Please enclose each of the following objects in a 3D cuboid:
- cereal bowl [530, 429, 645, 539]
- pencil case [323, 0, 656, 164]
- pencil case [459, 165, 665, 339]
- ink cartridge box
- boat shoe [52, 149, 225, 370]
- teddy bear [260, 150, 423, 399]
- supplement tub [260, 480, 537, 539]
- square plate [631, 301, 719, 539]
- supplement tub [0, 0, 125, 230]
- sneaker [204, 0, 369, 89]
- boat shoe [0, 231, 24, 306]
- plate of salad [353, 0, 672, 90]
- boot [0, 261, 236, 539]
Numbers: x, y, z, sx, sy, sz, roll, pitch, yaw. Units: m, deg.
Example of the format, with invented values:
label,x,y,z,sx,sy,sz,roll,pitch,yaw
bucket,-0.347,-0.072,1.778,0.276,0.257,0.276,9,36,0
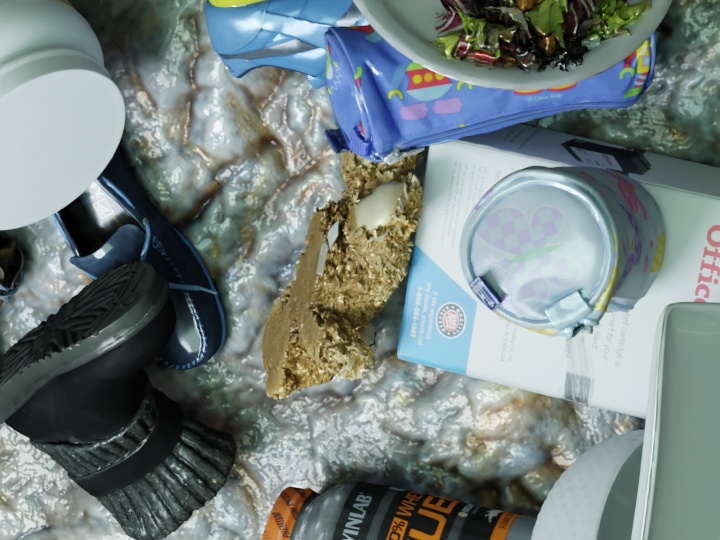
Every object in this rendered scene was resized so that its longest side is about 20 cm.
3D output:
label,x,y,z,sx,sy,sz,roll,pitch,yaw
cereal bowl,0.161,0.196,1.428,0.083,0.200,0.201,-6,106,41
pencil case,0.076,-0.118,1.388,0.199,0.078,0.087,-13,79,-9
pencil case,0.116,-0.013,1.298,0.083,0.200,0.091,-44,83,13
ink cartridge box,0.136,-0.001,1.446,0.199,0.084,0.146,13,108,13
boat shoe,-0.166,-0.015,1.540,0.084,0.069,0.200,-36,94,23
teddy bear,0.000,0.000,1.461,0.066,0.145,0.201,11,115,-18
supplement tub,0.038,0.205,1.520,0.199,0.123,0.123,11,109,13
square plate,0.227,0.113,1.393,0.028,0.199,0.199,13,100,48
supplement tub,-0.246,-0.134,1.450,0.200,0.144,0.145,49,117,30
sneaker,0.002,-0.158,1.454,0.199,0.066,0.079,-6,119,18
boat shoe,-0.265,0.000,1.573,0.072,0.072,0.201,-7,105,17
plate of salad,0.086,-0.193,1.358,0.199,0.201,0.048,23,152,8
boot,-0.138,0.086,1.519,0.158,0.080,0.211,41,144,-15
